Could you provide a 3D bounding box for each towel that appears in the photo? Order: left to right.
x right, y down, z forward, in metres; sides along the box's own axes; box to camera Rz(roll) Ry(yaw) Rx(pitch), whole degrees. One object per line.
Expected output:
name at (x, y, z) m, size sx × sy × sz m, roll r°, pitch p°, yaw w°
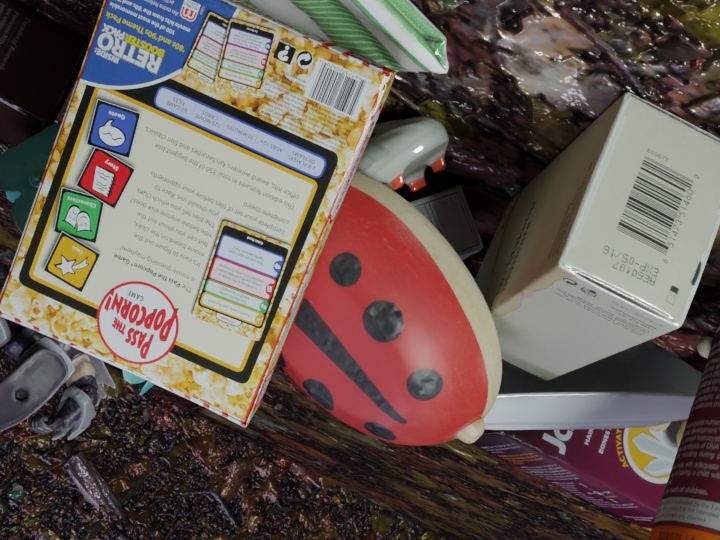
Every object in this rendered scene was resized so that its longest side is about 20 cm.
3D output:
towel at (-0.059, -0.147, 0.642) m, size 0.152 × 0.024 × 0.199 m, roll 36°, pitch 161°, yaw -37°

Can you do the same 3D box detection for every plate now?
plate at (0.129, 0.078, 0.824) m, size 0.197 × 0.033 × 0.200 m, roll 0°, pitch -174°, yaw -2°

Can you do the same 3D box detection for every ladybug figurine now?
ladybug figurine at (-0.003, 0.026, 0.687) m, size 0.200 × 0.072 × 0.136 m, roll 44°, pitch 124°, yaw 10°

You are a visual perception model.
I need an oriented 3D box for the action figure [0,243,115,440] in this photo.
action figure at (-0.207, 0.045, 0.713) m, size 0.130 × 0.069 × 0.200 m, roll 46°, pitch 180°, yaw -4°

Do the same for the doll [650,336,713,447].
doll at (0.294, 0.098, 0.871) m, size 0.136 × 0.049 × 0.200 m, roll 36°, pitch 157°, yaw -6°

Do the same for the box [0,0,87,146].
box at (-0.304, -0.169, 0.846) m, size 0.199 × 0.076 × 0.100 m, roll 30°, pitch 163°, yaw -14°

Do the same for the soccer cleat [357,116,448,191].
soccer cleat at (-0.018, -0.068, 0.765) m, size 0.199 × 0.069 × 0.078 m, roll -24°, pitch 90°, yaw 56°

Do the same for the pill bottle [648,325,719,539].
pill bottle at (0.237, 0.089, 0.642) m, size 0.113 × 0.202 × 0.114 m, roll 21°, pitch 165°, yaw 6°

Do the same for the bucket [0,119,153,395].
bucket at (-0.155, -0.029, 0.835) m, size 0.208 × 0.134 × 0.207 m, roll 53°, pitch 171°, yaw 12°

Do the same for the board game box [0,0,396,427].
board game box at (-0.088, -0.041, 0.623) m, size 0.150 × 0.202 × 0.046 m, roll 24°, pitch -168°, yaw 1°

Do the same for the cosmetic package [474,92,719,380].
cosmetic package at (0.126, -0.009, 0.669) m, size 0.072 × 0.104 × 0.200 m, roll 26°, pitch 163°, yaw -4°

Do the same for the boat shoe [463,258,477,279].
boat shoe at (0.037, 0.007, 0.953) m, size 0.073 × 0.072 × 0.199 m, roll 63°, pitch 160°, yaw -17°

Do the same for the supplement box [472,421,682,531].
supplement box at (0.204, 0.133, 1.007) m, size 0.198 × 0.111 × 0.086 m, roll 27°, pitch 164°, yaw -10°

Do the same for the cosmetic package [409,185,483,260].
cosmetic package at (0.000, 0.000, 0.856) m, size 0.082 × 0.051 × 0.200 m, roll -18°, pitch 175°, yaw -29°
